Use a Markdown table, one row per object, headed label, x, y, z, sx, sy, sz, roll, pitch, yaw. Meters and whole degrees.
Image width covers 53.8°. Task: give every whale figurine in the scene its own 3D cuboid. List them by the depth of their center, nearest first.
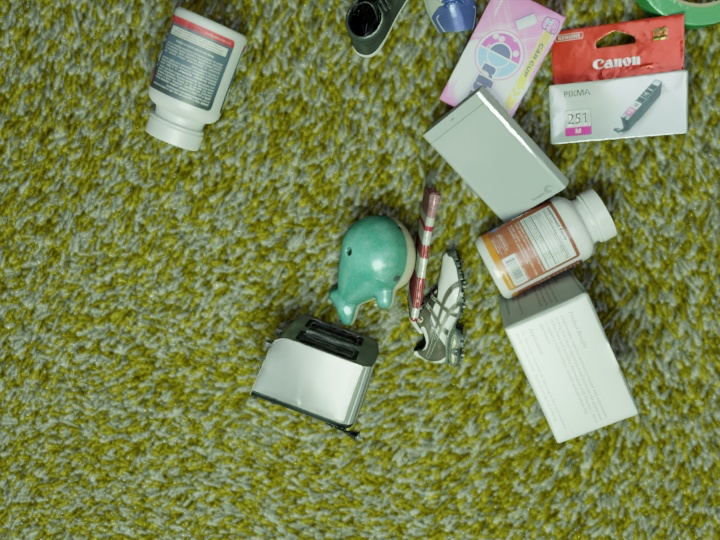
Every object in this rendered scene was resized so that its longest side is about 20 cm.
| label | x | y | z | sx | sy | sz | roll | pitch | yaw |
| --- | --- | --- | --- | --- | --- | --- | --- | --- | --- |
| whale figurine | 0.000 | 0.000 | 1.157 | 0.200 | 0.104 | 0.159 | -51 | 51 | 30 |

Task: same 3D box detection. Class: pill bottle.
| label | x | y | z | sx | sy | sz | roll | pitch | yaw |
| --- | --- | --- | --- | --- | --- | --- | --- | --- | --- |
| pill bottle | 0.294 | -0.046 | 1.128 | 0.200 | 0.112 | 0.112 | -28 | 97 | 10 |
| pill bottle | -0.270 | -0.302 | 1.136 | 0.119 | 0.120 | 0.200 | 24 | 102 | 1 |

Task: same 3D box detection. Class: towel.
| label | x | y | z | sx | sy | sz | roll | pitch | yaw |
| --- | --- | --- | --- | --- | --- | --- | --- | --- | --- |
| towel | 0.101 | -0.031 | 1.135 | 0.023 | 0.144 | 0.201 | 8 | 102 | 1 |

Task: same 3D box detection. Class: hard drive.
| label | x | y | z | sx | sy | sz | roll | pitch | yaw |
| --- | --- | --- | --- | --- | --- | --- | --- | --- | --- |
| hard drive | 0.208 | -0.176 | 1.107 | 0.200 | 0.027 | 0.132 | 44 | 139 | -12 |

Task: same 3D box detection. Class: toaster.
| label | x | y | z | sx | sy | sz | roll | pitch | yaw |
| --- | --- | --- | --- | --- | --- | --- | --- | --- | --- |
| toaster | -0.064 | 0.166 | 1.173 | 0.200 | 0.181 | 0.119 | 20 | 101 | 3 |

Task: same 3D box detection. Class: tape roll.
| label | x | y | z | sx | sy | sz | roll | pitch | yaw |
| --- | --- | --- | --- | --- | --- | --- | --- | --- | --- |
| tape roll | 0.504 | -0.466 | 1.055 | 0.200 | 0.048 | 0.201 | 1 | 102 | 6 |

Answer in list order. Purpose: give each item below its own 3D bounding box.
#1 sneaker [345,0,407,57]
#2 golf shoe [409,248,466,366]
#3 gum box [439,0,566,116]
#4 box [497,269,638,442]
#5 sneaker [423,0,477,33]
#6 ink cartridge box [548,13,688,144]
| label | x | y | z | sx | sy | sz | roll | pitch | yaw |
| --- | --- | --- | --- | --- | --- | --- | --- | --- | --- |
| sneaker | 0.037 | -0.429 | 1.088 | 0.071 | 0.099 | 0.200 | 24 | 101 | 3 |
| golf shoe | 0.129 | 0.062 | 1.185 | 0.094 | 0.078 | 0.201 | 2 | 100 | 6 |
| gum box | 0.215 | -0.319 | 1.100 | 0.113 | 0.066 | 0.200 | 29 | 104 | 6 |
| box | 0.318 | 0.124 | 1.113 | 0.130 | 0.200 | 0.199 | -24 | 97 | 12 |
| sneaker | 0.126 | -0.461 | 1.063 | 0.080 | 0.115 | 0.200 | -9 | 100 | 9 |
| ink cartridge box | 0.389 | -0.288 | 1.079 | 0.199 | 0.044 | 0.174 | -1 | 102 | 23 |
